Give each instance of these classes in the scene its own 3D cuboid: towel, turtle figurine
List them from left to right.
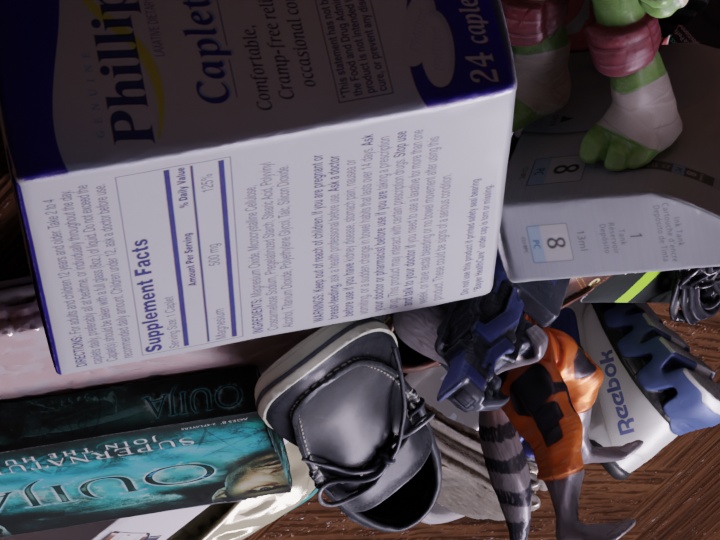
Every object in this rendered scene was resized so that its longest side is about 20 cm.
[{"bbox_3d":[-0.105,0.040,1.299,0.198,0.032,0.191,-9,159,5],"label":"towel"},{"bbox_3d":[0.033,0.099,1.556,0.035,0.132,0.200,-60,-172,-9],"label":"towel"},{"bbox_3d":[0.073,-0.132,1.166,0.143,0.201,0.195,-1,125,10],"label":"turtle figurine"}]

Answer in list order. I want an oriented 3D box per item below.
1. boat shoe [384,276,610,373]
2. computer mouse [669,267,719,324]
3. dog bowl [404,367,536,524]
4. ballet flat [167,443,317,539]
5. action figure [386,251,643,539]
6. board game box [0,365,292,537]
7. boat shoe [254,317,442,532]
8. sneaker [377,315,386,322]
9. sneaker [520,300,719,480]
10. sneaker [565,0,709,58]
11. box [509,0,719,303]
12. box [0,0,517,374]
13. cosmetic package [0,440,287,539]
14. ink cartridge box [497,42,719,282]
[{"bbox_3d":[0.091,-0.010,1.385,0.200,0.071,0.070,-40,179,26],"label":"boat shoe"},{"bbox_3d":[0.248,-0.047,1.450,0.199,0.053,0.139,-25,161,-3],"label":"computer mouse"},{"bbox_3d":[0.091,0.093,1.810,0.199,0.059,0.200,-33,158,-15],"label":"dog bowl"},{"bbox_3d":[-0.112,0.149,1.598,0.200,0.070,0.070,-38,160,-8],"label":"ballet flat"},{"bbox_3d":[0.057,0.046,1.278,0.104,0.194,0.200,-29,-168,29],"label":"action figure"},{"bbox_3d":[-0.139,0.095,1.345,0.198,0.028,0.135,-9,158,2],"label":"board game box"},{"bbox_3d":[0.001,0.076,1.295,0.074,0.062,0.200,-36,157,-5],"label":"boat shoe"},{"bbox_3d":[0.002,0.002,1.479,0.104,0.060,0.199,-51,160,28],"label":"sneaker"},{"bbox_3d":[0.112,0.045,1.551,0.115,0.200,0.080,-44,146,10],"label":"sneaker"},{"bbox_3d":[0.130,-0.143,1.358,0.073,0.087,0.200,13,151,-13],"label":"sneaker"},{"bbox_3d":[0.178,-0.092,1.478,0.200,0.124,0.148,-49,157,22],"label":"box"},{"bbox_3d":[-0.046,-0.055,1.119,0.198,0.106,0.184,-11,154,-6],"label":"box"},{"bbox_3d":[-0.126,0.121,1.489,0.200,0.051,0.082,-39,162,21],"label":"cosmetic package"},{"bbox_3d":[0.172,-0.058,1.250,0.199,0.048,0.160,-6,-153,18],"label":"ink cartridge box"}]
